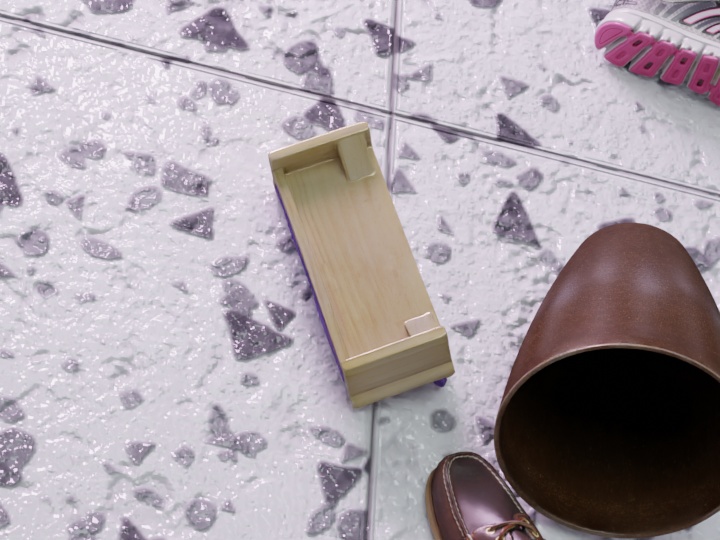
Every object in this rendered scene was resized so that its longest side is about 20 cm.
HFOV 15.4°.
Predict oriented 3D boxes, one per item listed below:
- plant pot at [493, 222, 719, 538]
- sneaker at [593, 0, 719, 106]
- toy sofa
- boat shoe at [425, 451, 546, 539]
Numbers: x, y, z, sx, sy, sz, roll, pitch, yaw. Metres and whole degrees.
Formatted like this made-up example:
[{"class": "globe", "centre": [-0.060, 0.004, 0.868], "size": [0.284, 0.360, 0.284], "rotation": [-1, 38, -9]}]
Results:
[{"class": "plant pot", "centre": [0.197, 0.062, 1.968], "size": [0.186, 0.187, 0.200], "rotation": [20, 39, -9]}, {"class": "sneaker", "centre": [0.297, -0.194, 2.222], "size": [0.199, 0.074, 0.088], "rotation": [19, 59, -3]}, {"class": "toy sofa", "centre": [0.000, 0.000, 1.982], "size": [0.082, 0.098, 0.201], "rotation": [-19, 65, -4]}, {"class": "boat shoe", "centre": [0.109, 0.211, 1.886], "size": [0.070, 0.070, 0.201], "rotation": [-13, 63, -27]}]
